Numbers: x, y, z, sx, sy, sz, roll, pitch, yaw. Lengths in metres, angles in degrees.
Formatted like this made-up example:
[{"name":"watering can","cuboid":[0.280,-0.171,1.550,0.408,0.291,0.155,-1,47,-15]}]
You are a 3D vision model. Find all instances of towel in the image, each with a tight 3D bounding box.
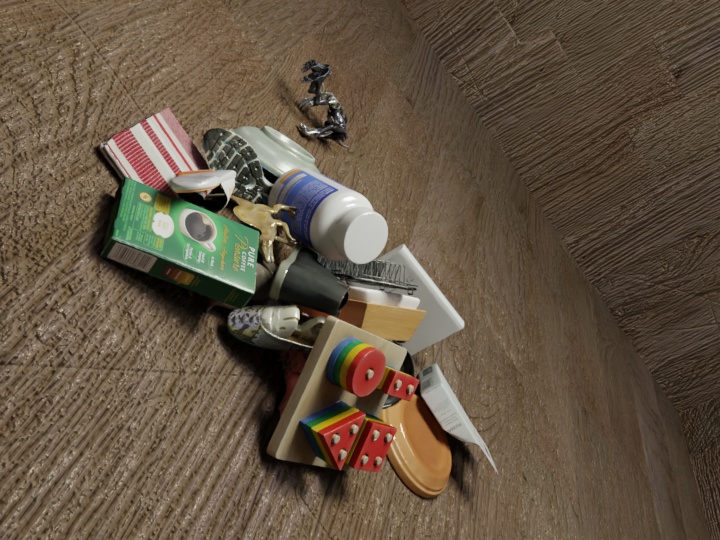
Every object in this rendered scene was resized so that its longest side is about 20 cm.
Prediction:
[{"name":"towel","cuboid":[-0.290,-0.151,1.223,0.144,0.023,0.200,56,26,-13]}]

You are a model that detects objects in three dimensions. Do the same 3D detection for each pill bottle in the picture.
[{"name":"pill bottle","cuboid":[-0.049,-0.082,1.295,0.112,0.112,0.200,35,-2,-43]}]

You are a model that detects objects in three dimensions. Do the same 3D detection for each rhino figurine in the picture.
[{"name":"rhino figurine","cuboid":[-0.182,0.013,1.197,0.200,0.060,0.088,-23,91,-63]}]

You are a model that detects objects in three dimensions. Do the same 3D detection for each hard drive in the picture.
[{"name":"hard drive","cuboid":[0.086,0.060,1.577,0.200,0.132,0.026,51,25,-19]}]

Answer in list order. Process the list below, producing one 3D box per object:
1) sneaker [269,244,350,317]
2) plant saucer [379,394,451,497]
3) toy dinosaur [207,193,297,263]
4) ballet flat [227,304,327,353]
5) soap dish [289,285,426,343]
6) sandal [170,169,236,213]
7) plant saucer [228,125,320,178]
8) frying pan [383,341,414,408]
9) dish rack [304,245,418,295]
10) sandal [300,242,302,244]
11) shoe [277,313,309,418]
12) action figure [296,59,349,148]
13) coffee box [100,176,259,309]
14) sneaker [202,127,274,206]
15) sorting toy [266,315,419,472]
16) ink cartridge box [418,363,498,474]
[{"name":"sneaker","cuboid":[-0.066,0.022,1.239,0.106,0.075,0.200,22,14,1]},{"name":"plant saucer","cuboid":[0.101,0.294,1.456,0.200,0.037,0.200,45,27,-31]},{"name":"toy dinosaur","cuboid":[-0.151,-0.082,1.249,0.101,0.058,0.200,9,27,-40]},{"name":"ballet flat","cuboid":[-0.086,0.080,1.177,0.200,0.072,0.072,18,41,-22]},{"name":"soap dish","cuboid":[-0.006,0.067,1.370,0.200,0.157,0.081,11,88,-58]},{"name":"sandal","cuboid":[-0.226,-0.108,1.178,0.207,0.079,0.059,-80,169,-78]},{"name":"plant saucer","cuboid":[-0.135,-0.201,1.445,0.200,0.050,0.200,33,11,-7]},{"name":"frying pan","cuboid":[0.004,0.178,1.390,0.190,0.031,0.115,-5,101,-25]},{"name":"dish rack","cuboid":[0.000,0.000,1.371,0.153,0.200,0.055,9,89,-23]},{"name":"sandal","cuboid":[-0.079,-0.049,1.491,0.082,0.050,0.203,9,66,-42]},{"name":"shoe","cuboid":[-0.094,0.140,1.222,0.091,0.071,0.200,40,32,-4]},{"name":"action figure","cuboid":[-0.084,-0.336,1.748,0.119,0.102,0.200,-106,180,-47]},{"name":"coffee box","cuboid":[-0.232,-0.035,1.100,0.200,0.044,0.123,22,40,-25]},{"name":"sneaker","cuboid":[-0.196,-0.149,1.348,0.090,0.078,0.200,31,-18,50]},{"name":"sorting toy","cuboid":[-0.009,0.188,1.163,0.070,0.200,0.199,23,-4,36]},{"name":"ink cartridge box","cuboid":[0.178,0.282,1.554,0.200,0.057,0.163,62,4,-5]}]
